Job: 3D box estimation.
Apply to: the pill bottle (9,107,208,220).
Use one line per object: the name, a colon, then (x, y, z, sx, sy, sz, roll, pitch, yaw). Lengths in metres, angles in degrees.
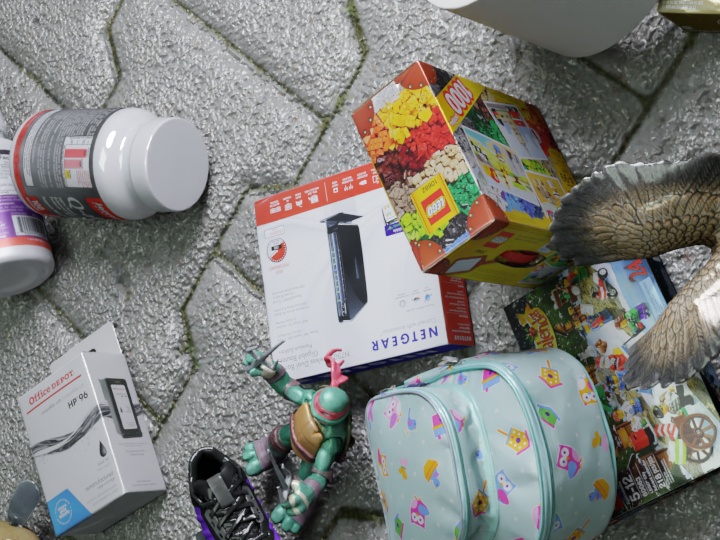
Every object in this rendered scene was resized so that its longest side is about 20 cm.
pill bottle: (-0.264, -0.112, 1.419, 0.198, 0.115, 0.118, 4, 87, 36)

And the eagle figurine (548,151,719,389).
eagle figurine: (0.263, -0.016, 1.016, 0.152, 0.198, 0.153, -131, 22, -61)

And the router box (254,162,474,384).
router box: (0.000, 0.000, 1.261, 0.198, 0.049, 0.182, -16, 76, 33)

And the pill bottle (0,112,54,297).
pill bottle: (-0.422, -0.080, 1.531, 0.111, 0.111, 0.202, -30, 69, 29)

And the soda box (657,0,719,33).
soda box: (0.334, -0.217, 1.034, 0.198, 0.067, 0.065, 9, 90, 35)

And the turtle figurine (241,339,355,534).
turtle figurine: (-0.054, 0.151, 1.222, 0.201, 0.099, 0.151, 112, 149, -53)

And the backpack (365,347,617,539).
backpack: (0.103, 0.153, 1.081, 0.199, 0.152, 0.178, -23, 73, 50)

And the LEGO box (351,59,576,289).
LEGO box: (0.100, -0.072, 1.105, 0.077, 0.199, 0.150, -35, 67, 27)

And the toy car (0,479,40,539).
toy car: (-0.402, 0.327, 1.466, 0.199, 0.158, 0.165, -38, 77, 13)

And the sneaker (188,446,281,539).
sneaker: (-0.117, 0.235, 1.249, 0.200, 0.069, 0.100, 46, 157, 52)

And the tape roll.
tape roll: (0.150, -0.289, 1.091, 0.202, 0.138, 0.206, -27, 57, 51)

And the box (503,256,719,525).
box: (0.215, 0.089, 1.107, 0.136, 0.037, 0.202, -33, 68, 28)

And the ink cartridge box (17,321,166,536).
ink cartridge box: (-0.294, 0.166, 1.442, 0.115, 0.068, 0.202, -33, 67, 28)

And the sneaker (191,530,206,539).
sneaker: (-0.088, 0.308, 1.293, 0.085, 0.075, 0.200, -42, 51, -7)
